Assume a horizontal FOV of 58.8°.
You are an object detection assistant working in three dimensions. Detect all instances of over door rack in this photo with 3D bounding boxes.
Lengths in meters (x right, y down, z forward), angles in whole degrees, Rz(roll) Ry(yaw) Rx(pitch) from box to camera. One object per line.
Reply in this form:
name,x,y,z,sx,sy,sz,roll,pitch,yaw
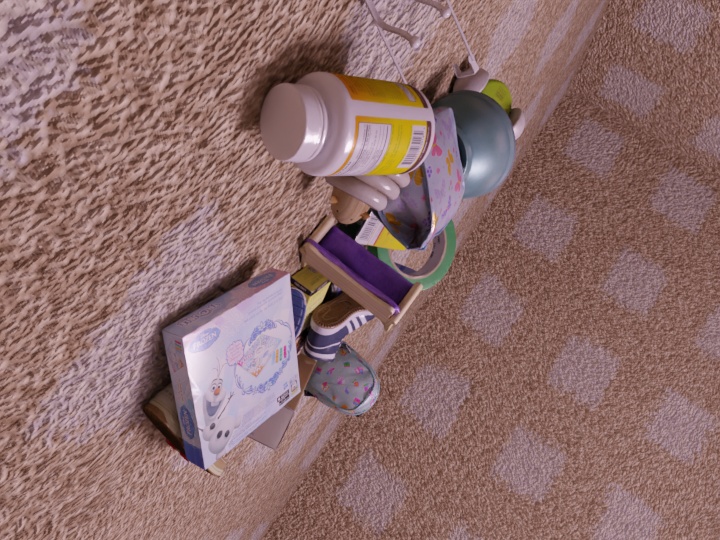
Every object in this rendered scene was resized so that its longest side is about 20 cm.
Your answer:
over door rack,0.091,-0.294,0.796,0.148,0.066,0.201,-49,134,-27

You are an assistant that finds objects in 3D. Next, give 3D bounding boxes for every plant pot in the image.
plant pot,0.168,-0.218,1.170,0.134,0.199,0.202,-31,152,-52

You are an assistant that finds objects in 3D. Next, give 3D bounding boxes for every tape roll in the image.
tape roll,0.110,-0.060,1.353,0.202,0.200,0.048,-54,-154,-12

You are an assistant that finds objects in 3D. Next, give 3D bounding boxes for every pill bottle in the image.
pill bottle,-0.013,-0.163,0.724,0.198,0.109,0.110,-9,135,-46

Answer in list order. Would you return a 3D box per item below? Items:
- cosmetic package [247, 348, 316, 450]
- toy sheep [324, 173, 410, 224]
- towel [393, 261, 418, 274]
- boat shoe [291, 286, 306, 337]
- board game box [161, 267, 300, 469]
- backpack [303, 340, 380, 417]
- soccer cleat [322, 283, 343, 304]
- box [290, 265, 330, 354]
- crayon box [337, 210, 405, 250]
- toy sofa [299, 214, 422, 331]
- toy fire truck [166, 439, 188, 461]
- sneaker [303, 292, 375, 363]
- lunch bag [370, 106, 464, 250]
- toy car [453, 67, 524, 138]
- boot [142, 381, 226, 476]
cosmetic package,-0.149,0.236,1.233,0.201,0.070,0.106,-68,-176,-64
toy sheep,0.016,-0.158,0.891,0.203,0.136,0.138,-66,167,4
towel,0.039,0.027,1.400,0.200,0.145,0.024,-42,147,-51
boat shoe,-0.152,0.117,1.075,0.202,0.072,0.072,-62,-174,2
board game box,-0.165,0.127,0.868,0.199,0.043,0.202,-33,130,-48
backpack,-0.050,0.249,1.471,0.168,0.199,0.127,-54,167,-5
soccer cleat,-0.068,0.066,1.260,0.084,0.064,0.202,-43,161,-47
box,-0.117,0.086,1.155,0.075,0.050,0.202,-40,158,-53
crayon box,0.051,-0.108,1.207,0.199,0.051,0.128,7,116,-58
toy sofa,0.000,0.000,1.046,0.083,0.199,0.098,-50,172,-21
toy fire truck,-0.252,0.265,1.082,0.141,0.048,0.201,-50,167,-27
sneaker,-0.030,0.102,1.209,0.199,0.070,0.110,-21,142,-45
lunch bag,0.092,-0.149,1.055,0.169,0.125,0.203,-42,121,-52
toy car,0.227,-0.303,1.327,0.201,0.174,0.150,-55,-158,-6
boot,-0.211,0.196,0.931,0.155,0.071,0.201,-53,145,-28
